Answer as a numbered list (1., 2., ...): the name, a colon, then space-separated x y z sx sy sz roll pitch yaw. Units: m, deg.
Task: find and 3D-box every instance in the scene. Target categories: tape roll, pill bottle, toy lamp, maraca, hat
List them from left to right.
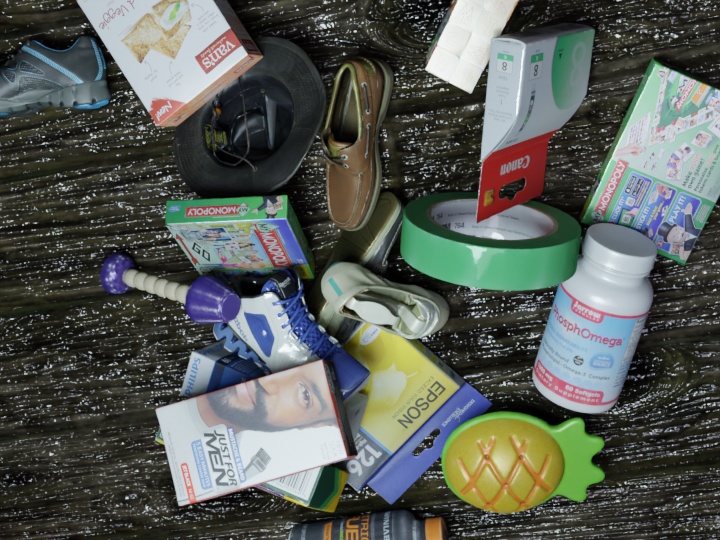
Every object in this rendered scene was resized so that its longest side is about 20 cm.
1. toy lamp: -0.221 0.021 1.527 0.198 0.058 0.059 16 115 36
2. hat: -0.112 -0.159 1.477 0.198 0.081 0.204 -7 75 26
3. pill bottle: 0.014 0.361 1.652 0.197 0.106 0.108 -11 109 8
4. tape roll: 0.143 -0.036 1.446 0.197 0.201 0.049 5 111 3
5. maraca: 0.197 0.232 1.587 0.197 0.107 0.139 -3 117 6
6. pill bottle: 0.273 0.054 1.505 0.107 0.109 0.202 13 116 1

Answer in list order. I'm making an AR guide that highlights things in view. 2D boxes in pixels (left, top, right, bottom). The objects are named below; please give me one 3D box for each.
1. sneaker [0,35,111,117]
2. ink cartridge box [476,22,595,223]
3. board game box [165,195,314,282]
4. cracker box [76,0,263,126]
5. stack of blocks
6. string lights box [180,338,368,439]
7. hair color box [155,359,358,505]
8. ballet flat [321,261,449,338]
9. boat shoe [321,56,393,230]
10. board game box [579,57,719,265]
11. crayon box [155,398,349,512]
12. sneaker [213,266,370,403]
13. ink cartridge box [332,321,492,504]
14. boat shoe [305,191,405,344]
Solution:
1. sneaker: -0.387 -0.222 1.510 0.197 0.073 0.083 -6 93 2
2. ink cartridge box: 0.190 -0.160 1.421 0.050 0.160 0.203 15 113 33
3. board game box: -0.132 -0.033 1.484 0.133 0.200 0.030 -2 71 7
4. cracker box: -0.218 -0.279 1.443 0.133 0.058 0.201 -35 87 16
5. stack of blocks: 0.139 -0.303 1.397 0.058 0.115 0.202 25 111 -4
6. string lights box: -0.101 0.148 1.554 0.198 0.103 0.060 22 105 17
7. hair color box: -0.114 0.178 1.436 0.197 0.064 0.112 -18 81 9
8. ballet flat: 0.039 0.047 1.510 0.198 0.070 0.070 19 115 -37
9. boat shoe: -0.017 -0.142 1.483 0.071 0.068 0.203 15 107 32
10. board game box: 0.351 -0.122 1.487 0.133 0.029 0.202 22 111 -2
11. crayon box: -0.124 0.222 1.557 0.198 0.173 0.059 21 82 13
12. sneaker: -0.080 0.067 1.490 0.198 0.080 0.116 30 132 18
13. ink cartridge box: 0.027 0.175 1.618 0.200 0.047 0.198 41 108 -7
14. boat shoe: 0.000 0.001 1.549 0.066 0.072 0.202 26 105 -31
